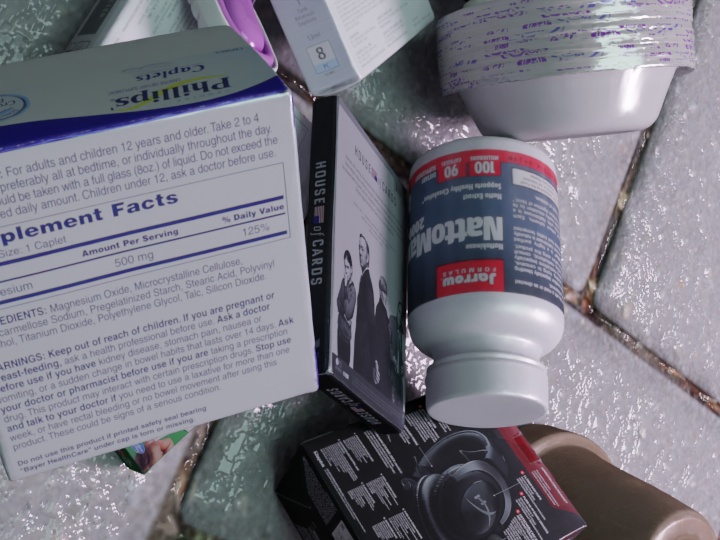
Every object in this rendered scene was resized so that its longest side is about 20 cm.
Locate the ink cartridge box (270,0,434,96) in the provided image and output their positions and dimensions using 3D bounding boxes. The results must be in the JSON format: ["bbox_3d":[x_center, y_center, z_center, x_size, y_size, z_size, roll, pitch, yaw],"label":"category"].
[{"bbox_3d":[-0.026,-0.244,0.720,0.201,0.047,0.160,65,33,-17],"label":"ink cartridge box"}]

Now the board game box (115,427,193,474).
[{"bbox_3d":[-0.154,0.016,0.678,0.135,0.029,0.201,-42,115,-30],"label":"board game box"}]

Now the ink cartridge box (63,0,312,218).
[{"bbox_3d":[-0.117,-0.075,0.668,0.200,0.050,0.163,44,64,-42],"label":"ink cartridge box"}]

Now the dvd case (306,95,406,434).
[{"bbox_3d":[0.000,0.000,0.719,0.150,0.025,0.201,48,39,-59],"label":"dvd case"}]

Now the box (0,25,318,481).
[{"bbox_3d":[-0.131,-0.012,0.555,0.183,0.105,0.201,-15,127,-17],"label":"box"}]

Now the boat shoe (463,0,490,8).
[{"bbox_3d":[0.148,-0.255,0.866,0.199,0.075,0.062,-20,98,-41],"label":"boat shoe"}]

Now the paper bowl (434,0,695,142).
[{"bbox_3d":[0.161,-0.158,0.802,0.200,0.200,0.105,-9,97,-36],"label":"paper bowl"}]

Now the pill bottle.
[{"bbox_3d":[0.095,0.011,0.776,0.119,0.119,0.201,20,60,-36],"label":"pill bottle"}]

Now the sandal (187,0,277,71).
[{"bbox_3d":[-0.091,-0.211,0.655,0.082,0.050,0.203,12,51,-65],"label":"sandal"}]

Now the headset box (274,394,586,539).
[{"bbox_3d":[0.061,0.177,0.770,0.199,0.077,0.149,-16,59,-37],"label":"headset box"}]

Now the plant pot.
[{"bbox_3d":[0.201,0.242,0.865,0.199,0.174,0.201,-1,91,-36],"label":"plant pot"}]
